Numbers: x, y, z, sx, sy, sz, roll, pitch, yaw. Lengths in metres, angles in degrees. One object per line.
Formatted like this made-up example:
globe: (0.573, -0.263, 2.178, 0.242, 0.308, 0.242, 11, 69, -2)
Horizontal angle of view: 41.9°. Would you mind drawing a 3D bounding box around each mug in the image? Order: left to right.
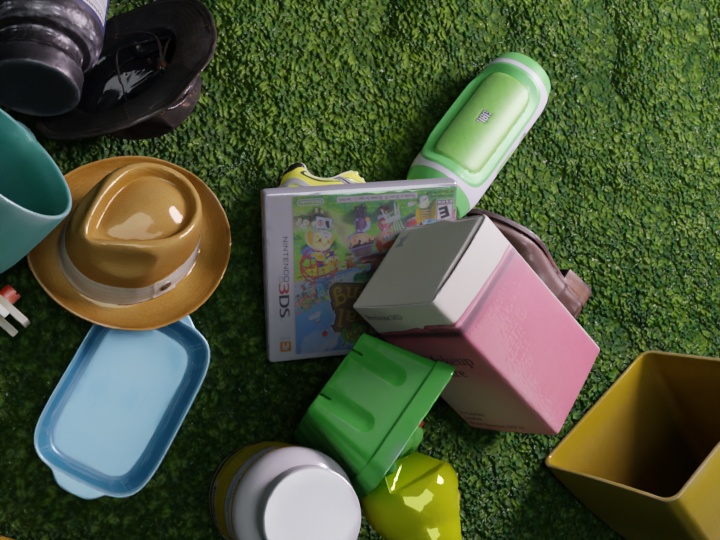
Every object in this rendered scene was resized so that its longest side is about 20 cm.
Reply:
mug: (-0.342, -0.066, 0.825, 0.114, 0.185, 0.152, -40, 77, 11)

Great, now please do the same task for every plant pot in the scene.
plant pot: (0.367, 0.227, 1.039, 0.200, 0.200, 0.177, -42, 108, -21)

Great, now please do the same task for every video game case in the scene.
video game case: (0.000, 0.000, 0.965, 0.199, 0.022, 0.183, -5, 111, -13)

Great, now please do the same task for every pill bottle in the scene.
pill bottle: (-0.294, -0.251, 0.879, 0.112, 0.112, 0.201, 9, 63, -19)
pill bottle: (-0.070, 0.217, 0.864, 0.112, 0.200, 0.113, 2, 82, -18)

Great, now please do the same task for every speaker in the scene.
speaker: (0.134, -0.152, 1.062, 0.088, 0.088, 0.200, 40, 71, -10)

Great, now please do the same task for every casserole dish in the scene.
casserole dish: (-0.229, 0.122, 0.909, 0.121, 0.039, 0.200, 30, 72, -13)

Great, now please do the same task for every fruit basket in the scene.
fruit basket: (0.039, 0.180, 0.910, 0.216, 0.216, 0.156, 41, 70, -10)

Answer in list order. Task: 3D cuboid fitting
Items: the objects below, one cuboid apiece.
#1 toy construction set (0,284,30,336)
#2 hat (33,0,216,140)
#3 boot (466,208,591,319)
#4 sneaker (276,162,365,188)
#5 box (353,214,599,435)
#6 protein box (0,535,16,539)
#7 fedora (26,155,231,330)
toy construction set: (-0.398, 0.060, 0.825, 0.131, 0.092, 0.200, 35, 57, 18)
hat: (-0.220, -0.179, 0.930, 0.201, 0.200, 0.081, -54, 145, -19)
boot: (0.148, 0.056, 1.051, 0.186, 0.064, 0.200, 37, 76, -9)
sneaker: (0.005, -0.067, 1.007, 0.199, 0.075, 0.077, 10, 73, -23)
box: (0.114, 0.056, 0.914, 0.200, 0.128, 0.109, 45, 63, -24)
protein box: (-0.307, 0.337, 0.793, 0.200, 0.135, 0.199, 22, 74, -16)
fedora: (-0.214, -0.042, 0.895, 0.200, 0.082, 0.201, 9, 62, -17)
